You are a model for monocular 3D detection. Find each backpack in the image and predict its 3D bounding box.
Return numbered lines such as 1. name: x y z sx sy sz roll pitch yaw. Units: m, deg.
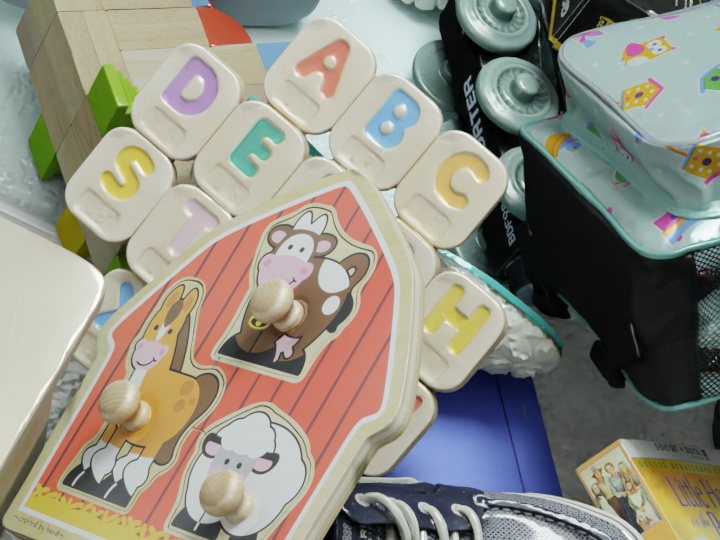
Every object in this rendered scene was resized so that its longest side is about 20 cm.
1. backpack: 0.187 -0.042 1.103 0.199 0.154 0.176 -9 25 -17

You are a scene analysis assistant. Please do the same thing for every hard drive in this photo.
1. hard drive: -0.011 0.078 1.137 0.199 0.025 0.132 -3 60 -16

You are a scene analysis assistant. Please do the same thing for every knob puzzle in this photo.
1. knob puzzle: -0.054 0.037 1.010 0.030 0.219 0.220 43 46 -38

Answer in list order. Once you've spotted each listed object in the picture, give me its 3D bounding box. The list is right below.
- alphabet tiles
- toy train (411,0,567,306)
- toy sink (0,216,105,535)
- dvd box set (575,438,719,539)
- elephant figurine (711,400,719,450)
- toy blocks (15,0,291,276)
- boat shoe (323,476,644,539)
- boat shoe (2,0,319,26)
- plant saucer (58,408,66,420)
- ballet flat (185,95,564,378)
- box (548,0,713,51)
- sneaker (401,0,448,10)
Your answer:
1. alphabet tiles: -0.035 -0.005 1.087 0.200 0.015 0.196 41 95 9
2. toy train: 0.099 -0.071 1.247 0.113 0.085 0.201 3 58 -23
3. toy sink: -0.214 0.076 1.058 0.130 0.112 0.201 26 61 3
4. dvd box set: 0.182 0.169 1.090 0.146 0.029 0.201 14 43 -61
5. elephant figurine: 0.232 0.048 1.193 0.199 0.155 0.142 19 99 10
6. toy blocks: -0.083 -0.077 1.206 0.136 0.100 0.201 -6 61 -31
7. boat shoe: 0.023 0.123 1.019 0.199 0.093 0.075 0 78 9
8. boat shoe: -0.117 -0.177 1.259 0.198 0.074 0.068 1 57 -15
9. plant saucer: -0.043 0.101 1.141 0.199 0.019 0.070 1 59 -12
10. ballet flat: 0.000 0.000 1.132 0.200 0.072 0.072 38 57 -2
11. box: 0.181 -0.143 1.267 0.159 0.049 0.200 31 34 -14
12. sneaker: 0.023 -0.244 1.324 0.078 0.090 0.200 -20 65 -24
